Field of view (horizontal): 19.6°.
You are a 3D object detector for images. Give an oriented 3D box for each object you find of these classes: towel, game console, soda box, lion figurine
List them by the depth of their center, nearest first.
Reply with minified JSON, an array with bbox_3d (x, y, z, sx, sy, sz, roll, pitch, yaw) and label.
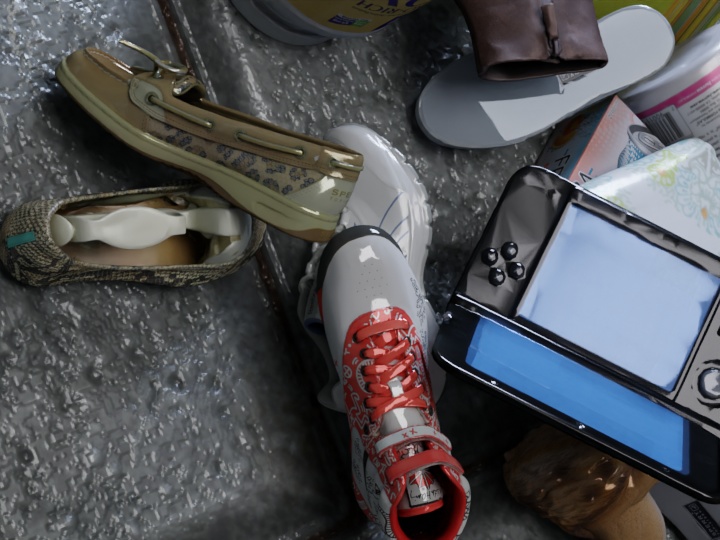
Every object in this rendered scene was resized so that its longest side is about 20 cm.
[{"bbox_3d":[0.161,0.035,1.318,0.200,0.116,0.176,27,76,0],"label":"game console"},{"bbox_3d":[0.188,0.181,1.447,0.122,0.072,0.200,-30,104,-6],"label":"lion figurine"},{"bbox_3d":[0.231,0.014,1.454,0.171,0.048,0.200,-22,79,-44],"label":"towel"},{"bbox_3d":[0.147,-0.030,1.489,0.068,0.064,0.200,44,55,-19],"label":"soda box"},{"bbox_3d":[0.207,-0.196,1.576,0.200,0.086,0.018,-10,58,-39],"label":"towel"}]

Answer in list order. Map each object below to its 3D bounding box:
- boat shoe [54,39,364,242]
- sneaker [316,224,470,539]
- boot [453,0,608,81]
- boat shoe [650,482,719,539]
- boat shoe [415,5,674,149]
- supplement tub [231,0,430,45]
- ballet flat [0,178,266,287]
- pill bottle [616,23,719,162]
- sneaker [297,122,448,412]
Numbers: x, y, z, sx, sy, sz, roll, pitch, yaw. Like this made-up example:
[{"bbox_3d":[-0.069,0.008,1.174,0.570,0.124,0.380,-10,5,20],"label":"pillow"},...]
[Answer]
[{"bbox_3d":[-0.092,-0.090,1.274,0.200,0.063,0.073,30,14,5],"label":"boat shoe"},{"bbox_3d":[0.025,0.079,1.280,0.067,0.108,0.202,-12,115,-15],"label":"sneaker"},{"bbox_3d":[0.143,-0.211,1.461,0.200,0.072,0.167,-9,67,-23],"label":"boot"},{"bbox_3d":[0.251,0.143,1.512,0.200,0.072,0.066,49,42,-12],"label":"boat shoe"},{"bbox_3d":[0.127,-0.137,1.500,0.199,0.068,0.074,-27,89,-15],"label":"boat shoe"},{"bbox_3d":[0.007,-0.236,1.355,0.145,0.200,0.146,12,69,-34],"label":"supplement tub"},{"bbox_3d":[-0.121,-0.024,1.270,0.200,0.075,0.068,-6,85,-39],"label":"ballet flat"},{"bbox_3d":[0.290,-0.077,1.582,0.113,0.113,0.200,-43,104,-38],"label":"pill bottle"},{"bbox_3d":[0.000,0.000,1.362,0.087,0.074,0.200,-4,78,-34],"label":"sneaker"}]
